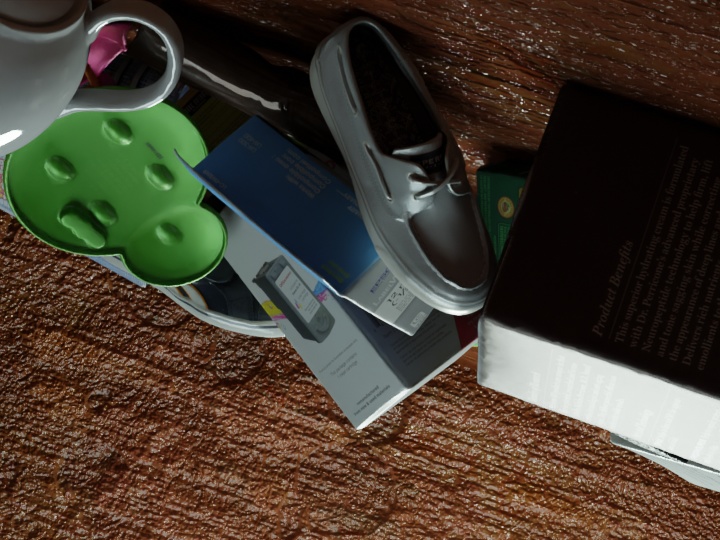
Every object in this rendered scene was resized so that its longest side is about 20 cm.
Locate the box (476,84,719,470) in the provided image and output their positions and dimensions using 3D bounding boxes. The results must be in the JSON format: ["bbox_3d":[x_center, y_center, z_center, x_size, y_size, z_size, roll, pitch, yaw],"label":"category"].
[{"bbox_3d":[0.193,0.011,1.216,0.200,0.166,0.164,19,164,10],"label":"box"}]

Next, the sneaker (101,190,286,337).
[{"bbox_3d":[-0.126,-0.017,1.524,0.200,0.078,0.080,24,135,15],"label":"sneaker"}]

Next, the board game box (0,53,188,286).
[{"bbox_3d":[-0.260,-0.106,1.675,0.200,0.062,0.200,18,131,7],"label":"board game box"}]

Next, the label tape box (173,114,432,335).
[{"bbox_3d":[-0.026,-0.036,1.304,0.143,0.066,0.200,39,-179,22],"label":"label tape box"}]

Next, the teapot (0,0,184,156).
[{"bbox_3d":[-0.235,-0.172,1.184,0.146,0.198,0.200,-36,168,38],"label":"teapot"}]

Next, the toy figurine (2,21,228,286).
[{"bbox_3d":[-0.186,-0.110,1.461,0.200,0.150,0.184,48,-164,-39],"label":"toy figurine"}]

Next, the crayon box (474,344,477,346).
[{"bbox_3d":[0.094,0.007,1.794,0.058,0.119,0.200,21,173,-10],"label":"crayon box"}]

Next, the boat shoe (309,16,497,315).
[{"bbox_3d":[0.034,-0.069,1.209,0.072,0.200,0.069,-19,173,-18],"label":"boat shoe"}]

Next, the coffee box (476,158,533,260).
[{"bbox_3d":[0.173,-0.009,1.409,0.044,0.123,0.200,-18,-159,-42],"label":"coffee box"}]

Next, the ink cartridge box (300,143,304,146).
[{"bbox_3d":[-0.038,-0.077,1.696,0.200,0.076,0.148,13,170,37],"label":"ink cartridge box"}]

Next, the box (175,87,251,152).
[{"bbox_3d":[-0.083,-0.061,1.567,0.200,0.075,0.050,48,148,-13],"label":"box"}]

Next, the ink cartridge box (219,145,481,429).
[{"bbox_3d":[0.000,0.000,1.493,0.200,0.148,0.086,52,138,6],"label":"ink cartridge box"}]

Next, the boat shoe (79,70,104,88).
[{"bbox_3d":[-0.209,-0.107,1.576,0.066,0.074,0.200,-105,-7,-72],"label":"boat shoe"}]

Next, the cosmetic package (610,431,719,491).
[{"bbox_3d":[0.361,0.116,1.678,0.200,0.165,0.165,14,171,42],"label":"cosmetic package"}]

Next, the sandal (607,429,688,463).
[{"bbox_3d":[0.183,0.091,1.533,0.200,0.048,0.075,31,-178,33],"label":"sandal"}]

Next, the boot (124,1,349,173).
[{"bbox_3d":[-0.068,-0.130,1.414,0.200,0.064,0.186,22,173,7],"label":"boot"}]
